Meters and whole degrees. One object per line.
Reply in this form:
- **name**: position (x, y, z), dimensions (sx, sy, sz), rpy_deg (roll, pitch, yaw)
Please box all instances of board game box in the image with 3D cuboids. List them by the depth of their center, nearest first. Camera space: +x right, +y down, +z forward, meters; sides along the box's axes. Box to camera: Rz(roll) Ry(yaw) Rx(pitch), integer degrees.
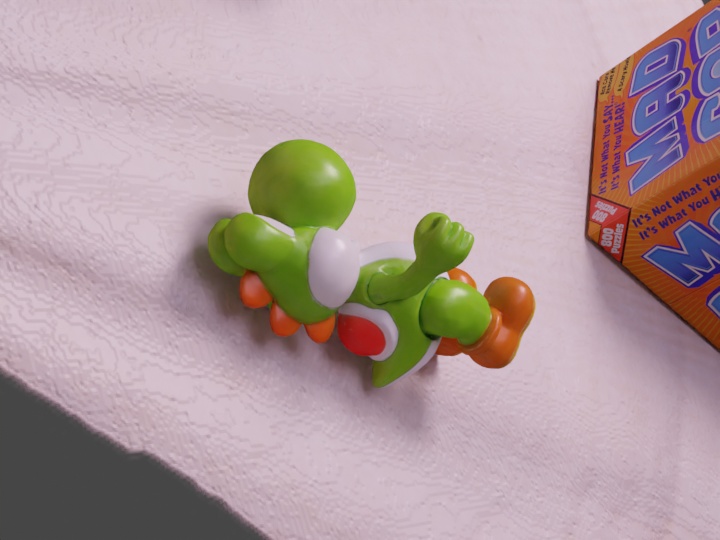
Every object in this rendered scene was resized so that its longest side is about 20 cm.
- **board game box**: position (0.327, -0.085, 1.132), dimensions (0.200, 0.200, 0.200), rpy_deg (37, 42, -24)

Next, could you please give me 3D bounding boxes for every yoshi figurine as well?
- **yoshi figurine**: position (0.006, -0.014, 0.820), dimensions (0.199, 0.112, 0.112), rpy_deg (21, 35, -35)
